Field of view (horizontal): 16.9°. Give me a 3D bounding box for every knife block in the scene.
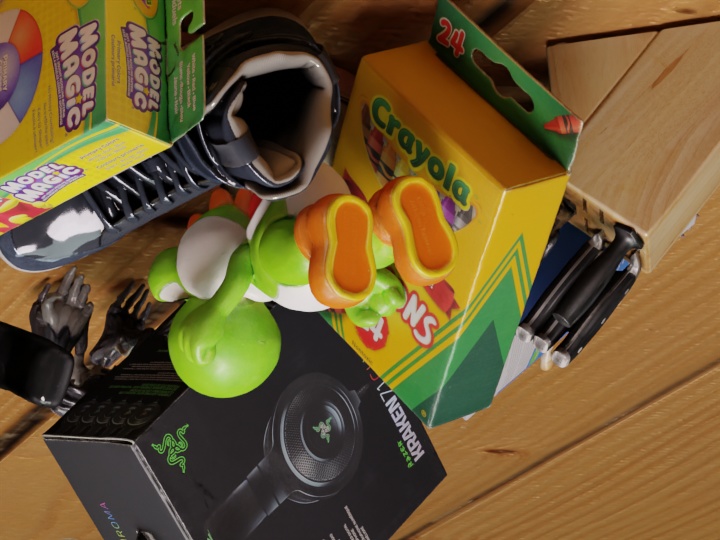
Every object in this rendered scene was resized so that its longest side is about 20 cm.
[{"bbox_3d":[0.161,-0.042,1.354,0.199,0.176,0.064,-8,160,4],"label":"knife block"}]

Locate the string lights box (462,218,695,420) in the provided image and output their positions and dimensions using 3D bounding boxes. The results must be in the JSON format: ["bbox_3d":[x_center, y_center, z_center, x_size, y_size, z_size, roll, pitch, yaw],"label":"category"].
[{"bbox_3d":[0.121,-0.008,1.445,0.200,0.059,0.103,-39,164,-19],"label":"string lights box"}]

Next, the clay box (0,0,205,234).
[{"bbox_3d":[-0.158,-0.094,1.213,0.200,0.115,0.047,-25,148,39],"label":"clay box"}]

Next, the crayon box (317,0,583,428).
[{"bbox_3d":[0.039,-0.031,1.305,0.051,0.127,0.201,-16,137,-36],"label":"crayon box"}]

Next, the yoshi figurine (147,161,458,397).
[{"bbox_3d":[-0.040,0.015,1.274,0.112,0.112,0.200,41,150,-24],"label":"yoshi figurine"}]

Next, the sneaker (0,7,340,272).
[{"bbox_3d":[-0.099,-0.057,1.223,0.202,0.077,0.146,-36,-159,-1],"label":"sneaker"}]

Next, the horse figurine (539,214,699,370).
[{"bbox_3d":[0.125,0.000,1.556,0.200,0.050,0.133,-41,145,-10],"label":"horse figurine"}]

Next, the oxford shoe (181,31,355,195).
[{"bbox_3d":[-0.085,-0.081,1.324,0.199,0.074,0.071,5,157,-26],"label":"oxford shoe"}]

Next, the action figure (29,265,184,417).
[{"bbox_3d":[-0.154,0.050,1.544,0.118,0.103,0.200,12,-168,-23],"label":"action figure"}]

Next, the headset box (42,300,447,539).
[{"bbox_3d":[-0.070,0.115,1.447,0.093,0.175,0.200,-1,-146,47],"label":"headset box"}]

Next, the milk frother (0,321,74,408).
[{"bbox_3d":[-0.282,0.080,1.402,0.180,0.200,0.188,37,172,-16],"label":"milk frother"}]
